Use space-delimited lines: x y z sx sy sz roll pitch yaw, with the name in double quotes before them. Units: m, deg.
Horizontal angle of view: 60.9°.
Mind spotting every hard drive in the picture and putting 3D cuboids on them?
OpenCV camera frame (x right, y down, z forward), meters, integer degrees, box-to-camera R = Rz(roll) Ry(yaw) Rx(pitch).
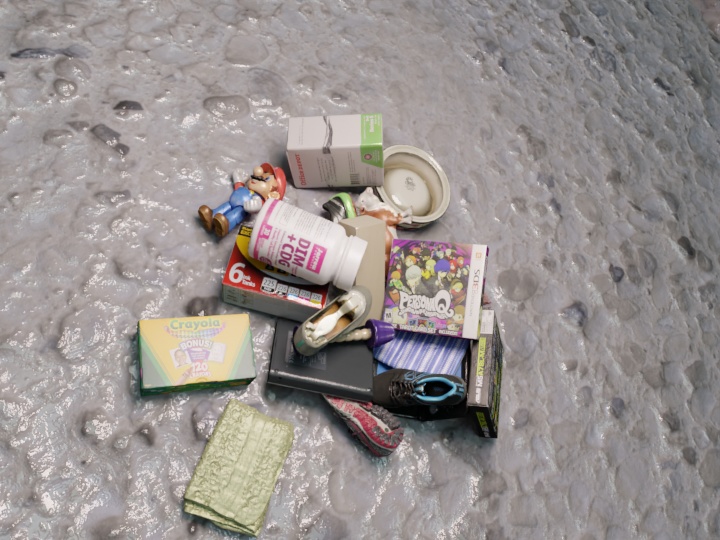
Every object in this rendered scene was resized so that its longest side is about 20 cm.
"hard drive" -0.070 0.167 1.154 0.195 0.033 0.141 13 39 -10

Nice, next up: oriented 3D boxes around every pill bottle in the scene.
"pill bottle" -0.093 -0.043 1.106 0.196 0.114 0.115 21 59 0

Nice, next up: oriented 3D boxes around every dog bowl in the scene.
"dog bowl" 0.107 -0.184 1.410 0.195 0.074 0.205 9 63 -19

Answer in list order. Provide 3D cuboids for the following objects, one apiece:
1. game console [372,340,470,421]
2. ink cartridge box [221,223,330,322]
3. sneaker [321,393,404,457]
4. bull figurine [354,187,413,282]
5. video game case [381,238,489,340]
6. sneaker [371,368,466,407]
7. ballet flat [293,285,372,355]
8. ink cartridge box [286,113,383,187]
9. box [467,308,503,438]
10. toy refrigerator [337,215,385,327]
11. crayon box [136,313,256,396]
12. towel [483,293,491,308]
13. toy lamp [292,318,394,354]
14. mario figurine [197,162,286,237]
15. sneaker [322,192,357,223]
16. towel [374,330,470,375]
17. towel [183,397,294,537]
"game console" 0.121 0.187 1.226 0.116 0.173 0.204 31 54 -41
"ink cartridge box" -0.151 -0.010 1.190 0.195 0.084 0.179 14 61 -5
"sneaker" -0.011 0.272 1.154 0.200 0.075 0.080 44 46 15
"bull figurine" 0.058 -0.079 1.304 0.118 0.065 0.205 -8 96 11
"video game case" 0.146 0.035 1.210 0.195 0.036 0.186 6 80 21
"sneaker" 0.097 0.217 1.149 0.195 0.082 0.075 -7 75 17
"ballet flat" -0.036 0.082 1.100 0.199 0.064 0.068 -37 84 -35
"ink cartridge box" -0.049 -0.249 1.288 0.195 0.146 0.086 -1 64 3
"box" 0.256 0.210 1.237 0.046 0.194 0.204 1 60 17
"toy refrigerator" 0.000 0.000 1.214 0.075 0.069 0.205 -15 115 -35
"crayon box" -0.292 0.148 1.089 0.195 0.058 0.122 -2 68 -24
"towel" 0.184 0.021 1.334 0.141 0.023 0.201 -4 41 -27
"toy lamp" -0.027 0.123 1.153 0.196 0.058 0.060 -3 68 -27
"mario figurine" -0.232 -0.160 1.228 0.124 0.106 0.200 45 56 5
"sneaker" -0.036 -0.060 1.302 0.082 0.077 0.205 -14 77 8
"towel" 0.112 0.139 1.229 0.197 0.024 0.146 25 71 22
"towel" -0.206 0.336 1.055 0.146 0.037 0.203 26 60 -10
